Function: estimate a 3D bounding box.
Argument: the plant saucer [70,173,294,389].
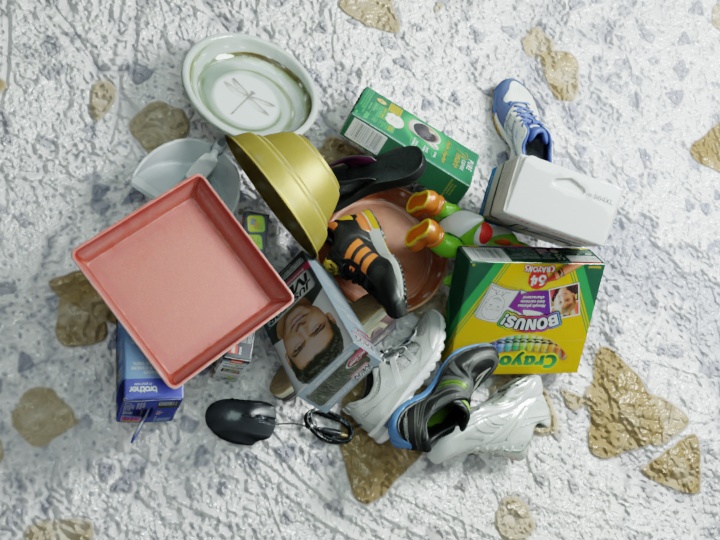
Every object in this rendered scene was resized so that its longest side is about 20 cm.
[{"bbox_3d":[-0.212,0.013,1.310,0.199,0.037,0.200,-37,88,-31],"label":"plant saucer"}]

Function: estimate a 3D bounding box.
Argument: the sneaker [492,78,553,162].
[{"bbox_3d":[0.256,-0.210,1.651,0.075,0.088,0.201,-7,72,-17],"label":"sneaker"}]

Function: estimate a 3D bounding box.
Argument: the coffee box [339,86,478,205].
[{"bbox_3d":[0.072,-0.180,1.576,0.200,0.044,0.123,30,29,-6],"label":"coffee box"}]

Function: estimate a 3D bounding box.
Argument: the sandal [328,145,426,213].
[{"bbox_3d":[-0.009,-0.133,1.509,0.200,0.048,0.075,-20,48,14],"label":"sandal"}]

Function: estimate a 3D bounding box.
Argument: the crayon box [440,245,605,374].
[{"bbox_3d":[0.219,0.056,1.507,0.199,0.058,0.173,1,115,-16],"label":"crayon box"}]

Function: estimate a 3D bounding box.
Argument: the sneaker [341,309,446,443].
[{"bbox_3d":[0.049,0.129,1.473,0.082,0.075,0.200,33,66,-5],"label":"sneaker"}]

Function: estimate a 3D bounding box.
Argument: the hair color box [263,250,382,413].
[{"bbox_3d":[-0.059,0.074,1.389,0.099,0.200,0.061,-44,131,10],"label":"hair color box"}]

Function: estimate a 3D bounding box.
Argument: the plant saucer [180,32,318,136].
[{"bbox_3d":[-0.159,-0.245,1.542,0.200,0.050,0.201,13,52,-17],"label":"plant saucer"}]

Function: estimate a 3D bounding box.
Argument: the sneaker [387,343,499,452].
[{"bbox_3d":[0.122,0.172,1.433,0.200,0.083,0.071,-40,130,-32],"label":"sneaker"}]

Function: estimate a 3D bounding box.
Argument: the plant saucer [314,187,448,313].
[{"bbox_3d":[0.027,-0.029,1.547,0.200,0.032,0.201,6,69,-16],"label":"plant saucer"}]

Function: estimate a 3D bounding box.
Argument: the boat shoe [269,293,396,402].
[{"bbox_3d":[-0.031,0.112,1.457,0.200,0.072,0.065,-42,117,-15],"label":"boat shoe"}]

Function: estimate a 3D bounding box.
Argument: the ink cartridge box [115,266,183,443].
[{"bbox_3d":[-0.262,0.108,1.352,0.076,0.136,0.201,0,71,-16],"label":"ink cartridge box"}]

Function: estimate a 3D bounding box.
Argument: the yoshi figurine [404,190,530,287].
[{"bbox_3d":[0.147,-0.035,1.537,0.200,0.112,0.113,21,105,-27],"label":"yoshi figurine"}]

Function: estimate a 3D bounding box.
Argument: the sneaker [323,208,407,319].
[{"bbox_3d":[0.000,0.000,1.447,0.090,0.070,0.200,-14,43,-9],"label":"sneaker"}]

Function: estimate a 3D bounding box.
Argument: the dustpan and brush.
[{"bbox_3d":[-0.209,-0.148,1.499,0.139,0.057,0.200,32,35,-5],"label":"dustpan and brush"}]

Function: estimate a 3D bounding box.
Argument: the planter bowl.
[{"bbox_3d":[-0.086,-0.119,1.438,0.083,0.200,0.201,-37,84,-8],"label":"planter bowl"}]

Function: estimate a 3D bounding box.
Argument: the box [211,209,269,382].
[{"bbox_3d":[-0.157,0.035,1.426,0.035,0.110,0.201,11,69,-13],"label":"box"}]

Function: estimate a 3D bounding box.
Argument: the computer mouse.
[{"bbox_3d":[-0.103,0.199,1.426,0.199,0.034,0.059,6,69,-15],"label":"computer mouse"}]

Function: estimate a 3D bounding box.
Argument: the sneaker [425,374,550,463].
[{"bbox_3d":[0.182,0.222,1.484,0.200,0.078,0.100,-26,88,-20],"label":"sneaker"}]

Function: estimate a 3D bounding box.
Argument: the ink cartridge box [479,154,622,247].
[{"bbox_3d":[0.254,-0.090,1.500,0.146,0.200,0.085,18,90,-2],"label":"ink cartridge box"}]
